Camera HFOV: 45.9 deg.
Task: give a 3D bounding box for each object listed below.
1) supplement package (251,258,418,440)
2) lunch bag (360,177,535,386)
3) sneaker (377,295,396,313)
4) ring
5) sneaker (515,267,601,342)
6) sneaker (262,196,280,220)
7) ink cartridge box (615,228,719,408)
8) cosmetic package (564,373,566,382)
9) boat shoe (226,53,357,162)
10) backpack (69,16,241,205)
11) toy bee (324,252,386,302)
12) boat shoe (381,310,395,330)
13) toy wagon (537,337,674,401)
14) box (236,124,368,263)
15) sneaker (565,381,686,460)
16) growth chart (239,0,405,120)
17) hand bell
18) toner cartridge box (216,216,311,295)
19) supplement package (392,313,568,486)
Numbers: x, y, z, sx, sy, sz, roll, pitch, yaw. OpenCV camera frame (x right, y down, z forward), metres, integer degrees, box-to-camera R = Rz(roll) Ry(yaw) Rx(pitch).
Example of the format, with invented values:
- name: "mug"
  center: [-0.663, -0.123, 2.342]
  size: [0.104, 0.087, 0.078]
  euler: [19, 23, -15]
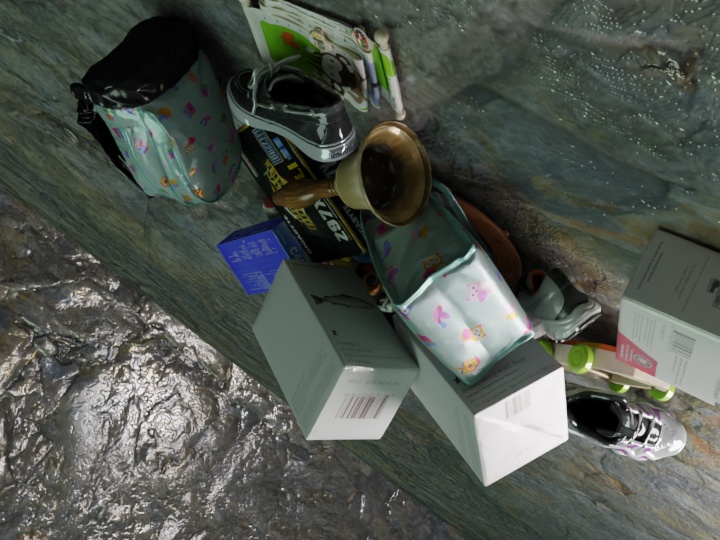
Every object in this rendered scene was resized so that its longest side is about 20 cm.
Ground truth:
- name: "supplement package"
  center: [-0.037, 0.096, 1.056]
  size: [0.115, 0.119, 0.201]
  euler: [6, -146, -36]
- name: "lunch bag"
  center: [0.083, -0.004, 0.934]
  size: [0.171, 0.121, 0.201]
  euler: [48, -172, -38]
- name: "sneaker"
  center: [0.058, 0.065, 1.298]
  size: [0.198, 0.076, 0.115]
  euler: [19, 160, 45]
- name: "ring"
  center: [0.107, -0.047, 1.015]
  size: [0.198, 0.019, 0.201]
  euler: [30, 161, 11]
- name: "sneaker"
  center: [0.210, 0.038, 0.993]
  size: [0.080, 0.073, 0.200]
  euler: [58, 165, 1]
- name: "sneaker"
  center: [-0.095, -0.038, 1.290]
  size: [0.077, 0.083, 0.201]
  euler: [21, 157, 37]
- name: "ink cartridge box"
  center: [0.343, 0.065, 0.779]
  size: [0.197, 0.084, 0.147]
  euler: [26, 161, 25]
- name: "cosmetic package"
  center: [0.177, 0.126, 1.175]
  size: [0.198, 0.102, 0.071]
  euler: [36, -158, -5]
- name: "boat shoe"
  center: [-0.079, -0.176, 0.854]
  size: [0.199, 0.073, 0.069]
  euler: [42, 156, 44]
- name: "backpack"
  center: [-0.224, -0.169, 0.995]
  size: [0.125, 0.168, 0.203]
  euler: [17, 141, 30]
- name: "toy bee"
  center: [0.000, 0.000, 1.180]
  size: [0.198, 0.110, 0.131]
  euler: [15, 153, 45]
- name: "boat shoe"
  center: [0.025, 0.086, 1.223]
  size: [0.089, 0.073, 0.200]
  euler: [-3, -167, -2]
- name: "toy wagon"
  center: [0.278, 0.115, 1.037]
  size: [0.153, 0.040, 0.199]
  euler: [20, 172, -28]
- name: "box"
  center: [-0.069, -0.107, 1.042]
  size: [0.202, 0.049, 0.159]
  euler: [55, 155, -13]
- name: "sneaker"
  center: [0.331, 0.197, 1.063]
  size: [0.195, 0.080, 0.140]
  euler: [14, 176, 0]
- name: "growth chart"
  center: [-0.037, -0.212, 0.845]
  size: [0.197, 0.018, 0.145]
  euler: [26, 161, 27]
- name: "hand bell"
  center: [-0.029, -0.089, 0.914]
  size: [0.198, 0.106, 0.104]
  euler: [-7, 139, 47]
- name: "toner cartridge box"
  center: [-0.136, -0.020, 1.251]
  size: [0.198, 0.043, 0.096]
  euler: [-8, 119, 57]
- name: "supplement package"
  center: [0.138, 0.124, 1.007]
  size: [0.200, 0.119, 0.122]
  euler: [49, 159, 50]
